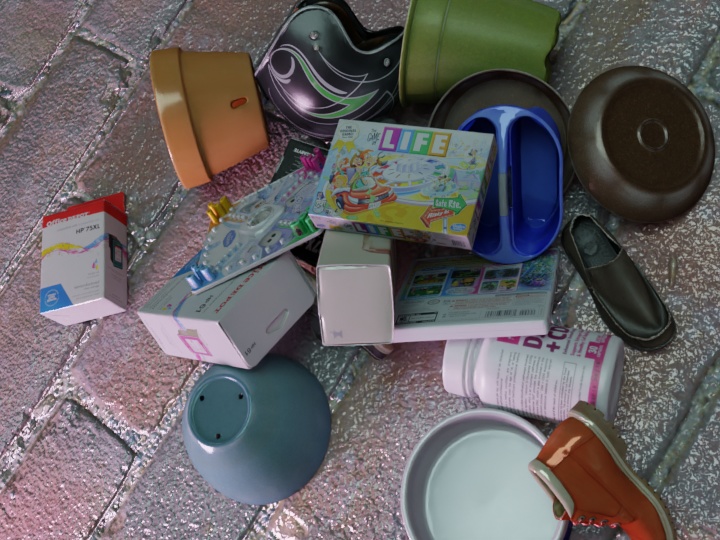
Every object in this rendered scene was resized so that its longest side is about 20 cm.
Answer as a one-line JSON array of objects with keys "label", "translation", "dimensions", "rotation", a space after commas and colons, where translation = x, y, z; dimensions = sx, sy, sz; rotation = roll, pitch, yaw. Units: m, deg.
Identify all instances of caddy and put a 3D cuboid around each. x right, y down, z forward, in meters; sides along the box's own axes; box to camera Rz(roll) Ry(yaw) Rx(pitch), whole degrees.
[{"label": "caddy", "translation": [0.182, -0.110, 1.150], "dimensions": [0.139, 0.105, 0.203], "rotation": [0, 114, 15]}]

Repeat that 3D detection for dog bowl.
[{"label": "dog bowl", "translation": [0.151, 0.270, 1.094], "dimensions": [0.197, 0.079, 0.203], "rotation": [-7, 69, 19]}]

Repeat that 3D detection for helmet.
[{"label": "helmet", "translation": [-0.030, -0.279, 1.293], "dimensions": [0.190, 0.200, 0.201], "rotation": [35, 84, -11]}]

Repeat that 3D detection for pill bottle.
[{"label": "pill bottle", "translation": [0.205, 0.118, 1.107], "dimensions": [0.197, 0.113, 0.115], "rotation": [9, 75, 23]}]

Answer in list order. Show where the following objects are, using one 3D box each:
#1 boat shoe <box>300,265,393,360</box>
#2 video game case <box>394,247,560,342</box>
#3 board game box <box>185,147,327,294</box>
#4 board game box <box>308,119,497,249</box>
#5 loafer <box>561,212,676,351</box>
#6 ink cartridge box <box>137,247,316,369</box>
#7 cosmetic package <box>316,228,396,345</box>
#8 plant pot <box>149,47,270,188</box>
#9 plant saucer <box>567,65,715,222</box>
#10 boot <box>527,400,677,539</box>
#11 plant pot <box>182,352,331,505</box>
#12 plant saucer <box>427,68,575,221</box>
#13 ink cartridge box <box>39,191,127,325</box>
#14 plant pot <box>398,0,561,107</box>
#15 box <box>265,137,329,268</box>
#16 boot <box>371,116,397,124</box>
[{"label": "boat shoe", "translation": [-0.038, 0.065, 1.244], "dimensions": [0.199, 0.072, 0.065], "rotation": [38, 93, 30]}, {"label": "video game case", "translation": [0.141, 0.029, 1.148], "dimensions": [0.197, 0.024, 0.183], "rotation": [-5, 27, 20]}, {"label": "board game box", "translation": [-0.134, -0.071, 1.236], "dimensions": [0.198, 0.026, 0.201], "rotation": [-25, 30, 16]}, {"label": "board game box", "translation": [0.050, -0.104, 1.093], "dimensions": [0.197, 0.034, 0.136], "rotation": [8, 67, 21]}, {"label": "loafer", "translation": [0.306, 0.011, 1.131], "dimensions": [0.073, 0.071, 0.201], "rotation": [-37, 63, 5]}, {"label": "ink cartridge box", "translation": [-0.177, 0.044, 1.225], "dimensions": [0.198, 0.085, 0.145], "rotation": [3, 42, 46]}, {"label": "cosmetic package", "translation": [0.000, 0.000, 1.127], "dimensions": [0.086, 0.201, 0.105], "rotation": [-1, 115, 4]}, {"label": "plant pot", "translation": [-0.212, -0.233, 1.355], "dimensions": [0.138, 0.201, 0.203], "rotation": [-12, 67, -2]}, {"label": "plant saucer", "translation": [0.354, -0.162, 1.141], "dimensions": [0.197, 0.037, 0.204], "rotation": [2, 79, -9]}, {"label": "boot", "translation": [0.262, 0.252, 1.014], "dimensions": [0.107, 0.075, 0.201], "rotation": [-41, 101, -15]}, {"label": "plant pot", "translation": [-0.152, 0.194, 1.202], "dimensions": [0.197, 0.135, 0.203], "rotation": [-6, 70, 18]}, {"label": "plant saucer", "translation": [0.185, -0.164, 1.205], "dimensions": [0.197, 0.035, 0.203], "rotation": [7, 116, 14]}, {"label": "ink cartridge box", "translation": [-0.422, -0.030, 1.419], "dimensions": [0.114, 0.067, 0.203], "rotation": [-13, 67, 15]}, {"label": "plant pot", "translation": [0.166, -0.301, 1.246], "dimensions": [0.187, 0.200, 0.203], "rotation": [13, 76, 10]}, {"label": "box", "translation": [-0.044, -0.083, 1.308], "dimensions": [0.198, 0.049, 0.162], "rotation": [20, 82, 25]}, {"label": "boot", "translation": [0.055, -0.126, 1.201], "dimensions": [0.130, 0.071, 0.201], "rotation": [8, 43, 17]}]
